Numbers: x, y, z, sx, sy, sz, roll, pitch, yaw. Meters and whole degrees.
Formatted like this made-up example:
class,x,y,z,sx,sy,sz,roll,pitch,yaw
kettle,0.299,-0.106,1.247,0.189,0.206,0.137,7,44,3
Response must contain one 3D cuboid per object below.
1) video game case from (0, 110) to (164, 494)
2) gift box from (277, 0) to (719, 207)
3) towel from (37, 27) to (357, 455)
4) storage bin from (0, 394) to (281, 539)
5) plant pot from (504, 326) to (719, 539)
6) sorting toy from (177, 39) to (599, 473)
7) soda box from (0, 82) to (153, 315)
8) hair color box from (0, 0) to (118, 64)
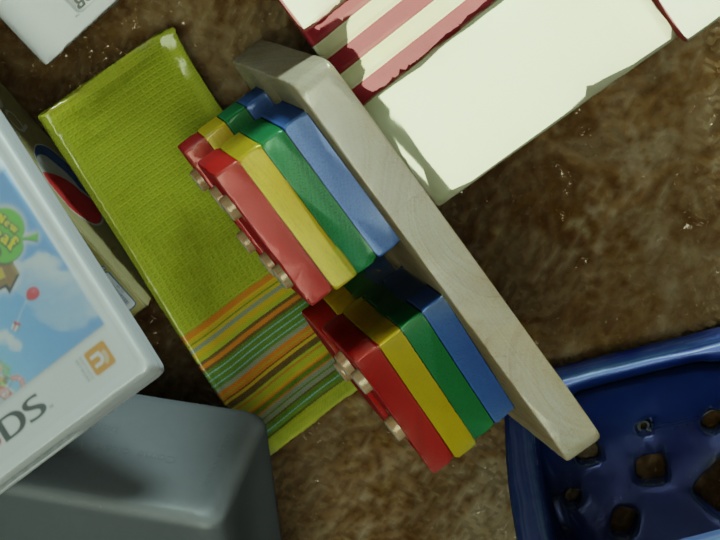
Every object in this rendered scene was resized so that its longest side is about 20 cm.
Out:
class,x,y,z,sx,sy,sz,roll,pitch,yaw
video game case,-0.211,0.015,1.059,0.182,0.022,0.200,-36,77,11
gift box,0.065,-0.149,1.032,0.187,0.200,0.185,-36,108,9
towel,-0.068,-0.013,1.139,0.086,0.018,0.200,-40,105,-30
storage bin,-0.124,0.124,1.125,0.200,0.146,0.134,9,127,11
plant pot,0.184,0.148,1.118,0.200,0.200,0.180,-13,113,5
sorting toy,0.000,0.000,1.065,0.070,0.200,0.199,-37,103,-4
soda box,-0.185,-0.048,1.129,0.064,0.068,0.200,-37,103,12
hair color box,-0.173,-0.204,1.087,0.099,0.061,0.200,-40,101,12
